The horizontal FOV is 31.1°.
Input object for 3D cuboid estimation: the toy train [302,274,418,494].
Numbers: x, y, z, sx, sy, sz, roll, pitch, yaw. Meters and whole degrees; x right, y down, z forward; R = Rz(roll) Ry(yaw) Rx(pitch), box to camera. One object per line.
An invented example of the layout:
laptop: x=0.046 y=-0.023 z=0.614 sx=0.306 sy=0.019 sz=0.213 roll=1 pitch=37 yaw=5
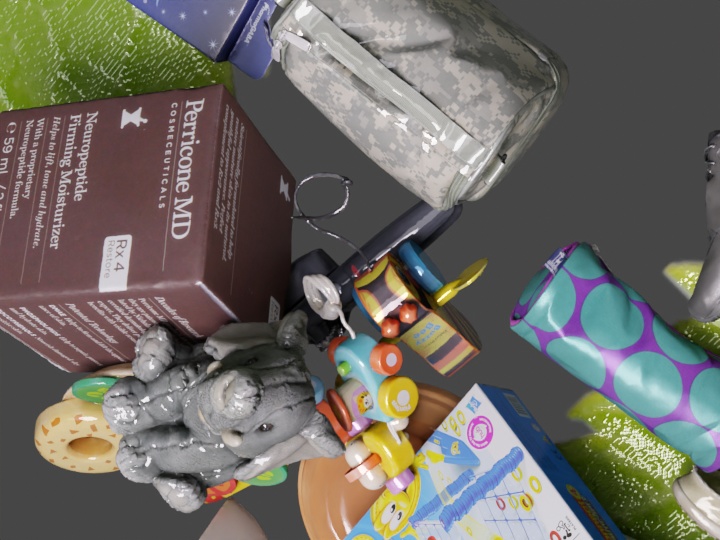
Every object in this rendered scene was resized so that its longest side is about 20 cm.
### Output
toy train: x=-0.023 y=0.103 z=0.987 sx=0.150 sy=0.055 sz=0.201 roll=40 pitch=149 yaw=25

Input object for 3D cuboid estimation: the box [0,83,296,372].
box: x=-0.173 y=-0.026 z=1.016 sx=0.197 sy=0.164 sz=0.168 roll=-5 pitch=65 yaw=17

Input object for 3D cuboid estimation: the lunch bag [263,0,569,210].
lunch bag: x=0.039 y=-0.145 z=0.955 sx=0.199 sy=0.168 sz=0.140 roll=40 pitch=109 yaw=6

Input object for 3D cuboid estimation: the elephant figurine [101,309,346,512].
elephant figurine: x=-0.074 y=0.093 z=0.898 sx=0.199 sy=0.156 sz=0.142 roll=-20 pitch=121 yaw=42

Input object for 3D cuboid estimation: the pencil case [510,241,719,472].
pencil case: x=0.215 y=0.062 z=0.988 sx=0.199 sy=0.085 sz=0.093 roll=37 pitch=84 yaw=6

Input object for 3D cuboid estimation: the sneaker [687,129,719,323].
sneaker: x=0.287 y=-0.058 z=0.957 sx=0.090 sy=0.076 sz=0.202 roll=29 pitch=100 yaw=17

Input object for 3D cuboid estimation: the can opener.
can opener: x=0.000 y=0.000 z=1.052 sx=0.199 sy=0.063 sz=0.079 roll=-36 pitch=89 yaw=20

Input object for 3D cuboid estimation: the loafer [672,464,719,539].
loafer: x=0.337 y=0.186 z=0.987 sx=0.197 sy=0.076 sz=0.069 roll=20 pitch=105 yaw=2

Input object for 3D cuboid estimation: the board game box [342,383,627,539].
board game box: x=0.095 y=0.227 z=0.984 sx=0.197 sy=0.056 sz=0.201 roll=-52 pitch=51 yaw=19

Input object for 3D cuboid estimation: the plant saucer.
plant saucer: x=0.037 y=0.195 z=1.095 sx=0.197 sy=0.037 sz=0.203 roll=4 pitch=103 yaw=16

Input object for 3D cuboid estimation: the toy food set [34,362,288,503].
toy food set: x=-0.160 y=0.139 z=1.081 sx=0.199 sy=0.049 sz=0.197 roll=30 pitch=140 yaw=-25

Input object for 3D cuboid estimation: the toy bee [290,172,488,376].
toy bee: x=0.027 y=0.031 z=0.981 sx=0.198 sy=0.109 sz=0.132 roll=21 pitch=115 yaw=-26

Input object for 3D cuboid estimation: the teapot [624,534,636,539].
teapot: x=0.175 y=0.313 z=1.020 sx=0.194 sy=0.146 sz=0.203 roll=3 pitch=103 yaw=16

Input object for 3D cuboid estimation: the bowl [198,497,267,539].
bowl: x=-0.145 y=0.313 z=1.090 sx=0.074 sy=0.200 sz=0.201 roll=32 pitch=107 yaw=3

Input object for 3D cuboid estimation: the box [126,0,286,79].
box: x=-0.139 y=-0.258 z=1.059 sx=0.199 sy=0.032 sz=0.122 roll=34 pitch=108 yaw=7
